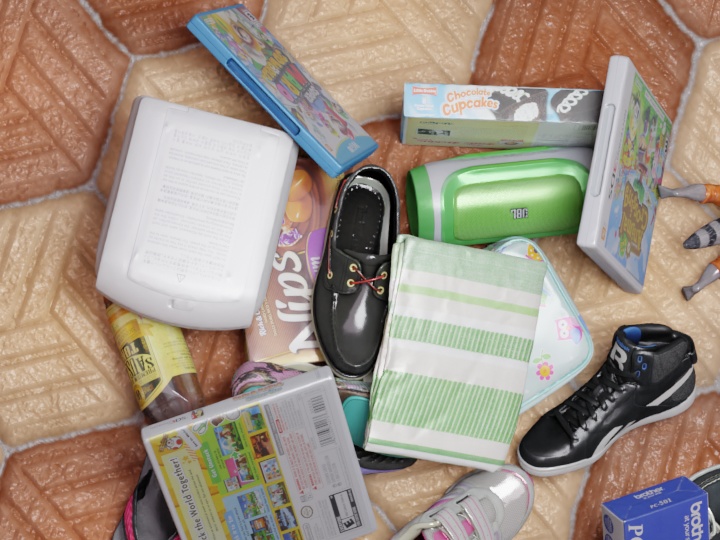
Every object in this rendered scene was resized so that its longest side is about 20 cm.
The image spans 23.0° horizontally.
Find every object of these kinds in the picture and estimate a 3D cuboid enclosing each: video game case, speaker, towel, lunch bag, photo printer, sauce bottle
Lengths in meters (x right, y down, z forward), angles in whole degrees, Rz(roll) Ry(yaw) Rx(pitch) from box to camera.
[{"bbox_3d":[0.258,-0.088,1.703,0.022,0.200,0.184,8,80,23],"label":"video game case"},{"bbox_3d":[0.148,-0.073,1.740,0.198,0.088,0.090,-6,83,-7],"label":"speaker"},{"bbox_3d":[0.086,0.078,1.638,0.151,0.023,0.202,11,88,-15],"label":"towel"},{"bbox_3d":[0.117,0.075,1.706,0.199,0.077,0.161,-32,93,4],"label":"lunch bag"},{"bbox_3d":[-0.072,-0.177,1.708,0.200,0.143,0.018,46,109,1],"label":"video game case"},{"bbox_3d":[-0.090,0.195,1.640,0.180,0.023,0.201,-18,127,-4],"label":"video game case"},{"bbox_3d":[-0.156,-0.047,1.655,0.165,0.069,0.202,13,78,-6],"label":"photo printer"},{"bbox_3d":[-0.186,0.104,1.680,0.065,0.066,0.202,-21,76,-8],"label":"sauce bottle"}]

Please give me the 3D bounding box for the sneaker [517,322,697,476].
[{"bbox_3d":[0.233,0.112,1.704,0.199,0.113,0.073,-26,45,-15],"label":"sneaker"}]

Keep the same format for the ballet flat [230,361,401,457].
[{"bbox_3d":[-0.025,0.120,1.666,0.198,0.070,0.072,13,37,-9],"label":"ballet flat"}]

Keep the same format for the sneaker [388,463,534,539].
[{"bbox_3d":[0.088,0.257,1.685,0.199,0.088,0.082,-37,87,-10],"label":"sneaker"}]

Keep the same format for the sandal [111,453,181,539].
[{"bbox_3d":[-0.193,0.231,1.681,0.074,0.045,0.202,13,81,-4],"label":"sandal"}]

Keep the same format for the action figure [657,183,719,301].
[{"bbox_3d":[0.410,-0.025,1.755,0.191,0.105,0.202,-15,83,0],"label":"action figure"}]

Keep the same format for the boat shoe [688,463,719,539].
[{"bbox_3d":[0.316,0.256,1.723,0.199,0.060,0.076,-36,89,-9],"label":"boat shoe"}]

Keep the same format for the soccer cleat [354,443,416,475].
[{"bbox_3d":[-0.041,0.176,1.703,0.198,0.073,0.069,1,51,-22],"label":"soccer cleat"}]

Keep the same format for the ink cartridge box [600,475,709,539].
[{"bbox_3d":[0.282,0.302,1.669,0.093,0.044,0.202,-14,113,-19],"label":"ink cartridge box"}]

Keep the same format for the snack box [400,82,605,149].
[{"bbox_3d":[0.139,-0.149,1.724,0.197,0.116,0.038,2,80,0],"label":"snack box"}]

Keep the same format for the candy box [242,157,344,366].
[{"bbox_3d":[-0.064,-0.005,1.723,0.115,0.056,0.202,-5,81,-6],"label":"candy box"}]

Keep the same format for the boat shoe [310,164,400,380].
[{"bbox_3d":[-0.003,0.000,1.657,0.073,0.063,0.204,9,72,-12],"label":"boat shoe"}]
